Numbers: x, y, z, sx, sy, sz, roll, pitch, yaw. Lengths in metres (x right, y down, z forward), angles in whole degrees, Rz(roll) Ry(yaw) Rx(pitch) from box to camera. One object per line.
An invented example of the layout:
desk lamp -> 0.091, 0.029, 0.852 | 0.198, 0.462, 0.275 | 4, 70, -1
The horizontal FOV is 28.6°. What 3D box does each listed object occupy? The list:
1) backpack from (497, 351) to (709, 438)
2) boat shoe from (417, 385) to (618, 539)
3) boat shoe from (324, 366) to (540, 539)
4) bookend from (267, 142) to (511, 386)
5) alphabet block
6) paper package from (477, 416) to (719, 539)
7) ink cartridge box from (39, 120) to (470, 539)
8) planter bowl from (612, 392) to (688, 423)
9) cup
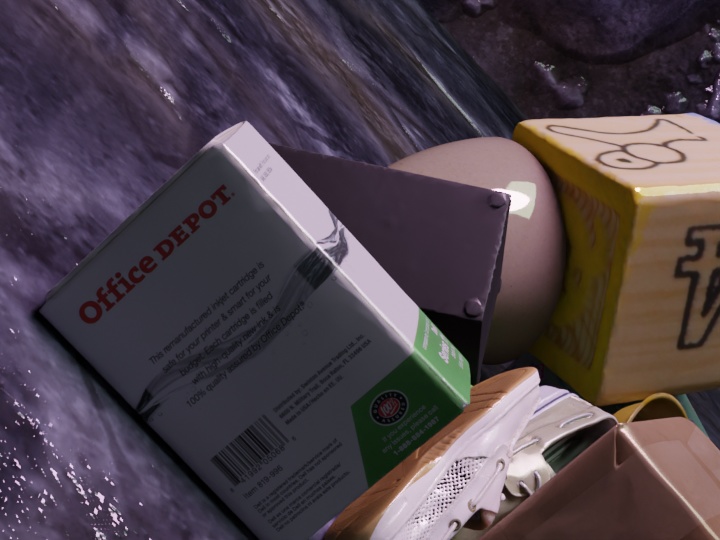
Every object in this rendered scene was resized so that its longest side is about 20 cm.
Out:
backpack -> 0.225, 0.143, 1.317 | 0.200, 0.153, 0.176 | 28, 27, -32
boat shoe -> 0.108, 0.141, 0.985 | 0.200, 0.062, 0.072 | -37, 123, -39
boat shoe -> 0.060, 0.138, 0.909 | 0.200, 0.071, 0.069 | -40, 100, -35
bookend -> 0.000, 0.000, 1.013 | 0.198, 0.092, 0.200 | 12, -16, 8
alphabet block -> 0.250, -0.017, 1.225 | 0.200, 0.197, 0.195 | -4, 23, -24
paper package -> 0.161, 0.193, 0.940 | 0.104, 0.191, 0.200 | 52, 15, 18
ink cartridge box -> -0.056, 0.037, 0.799 | 0.200, 0.147, 0.083 | 48, 14, -8
planter bowl -> 0.203, 0.197, 1.174 | 0.200, 0.083, 0.201 | -10, 102, -54
cup -> 0.056, -0.017, 1.203 | 0.143, 0.200, 0.200 | 0, 45, -35
